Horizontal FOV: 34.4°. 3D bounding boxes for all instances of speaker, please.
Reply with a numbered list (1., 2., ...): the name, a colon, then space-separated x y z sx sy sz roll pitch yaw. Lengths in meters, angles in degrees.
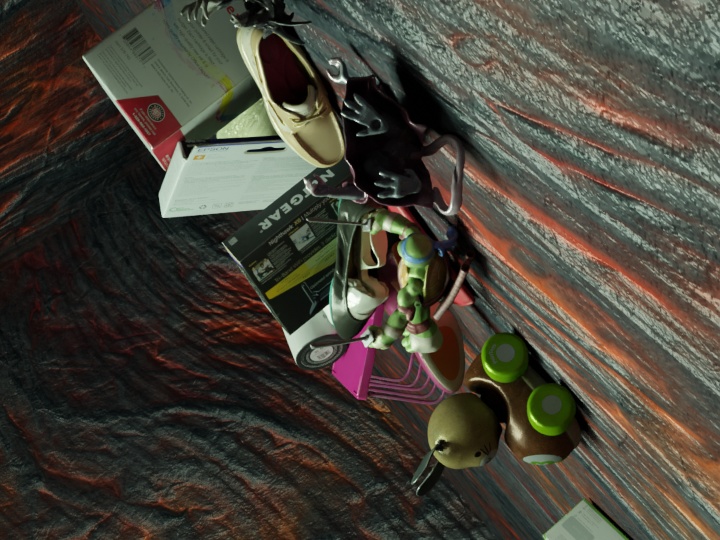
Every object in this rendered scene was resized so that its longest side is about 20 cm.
1. speaker: -0.088 0.042 1.699 0.081 0.081 0.201 62 -178 -55

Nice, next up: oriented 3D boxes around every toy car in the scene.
1. toy car: 0.142 0.197 1.365 0.158 0.199 0.165 49 172 23

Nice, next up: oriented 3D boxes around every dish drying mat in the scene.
1. dish drying mat: 0.068 -0.042 1.400 0.201 0.018 0.077 54 173 -10

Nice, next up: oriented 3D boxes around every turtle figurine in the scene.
1. turtle figurine: 0.028 0.014 1.299 0.145 0.199 0.194 61 -179 28

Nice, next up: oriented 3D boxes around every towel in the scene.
1. towel: -0.129 -0.180 1.597 0.149 0.036 0.200 49 146 6

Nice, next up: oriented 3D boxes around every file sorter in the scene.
1. file sorter: 0.048 0.105 1.653 0.124 0.141 0.200 10 -177 -12

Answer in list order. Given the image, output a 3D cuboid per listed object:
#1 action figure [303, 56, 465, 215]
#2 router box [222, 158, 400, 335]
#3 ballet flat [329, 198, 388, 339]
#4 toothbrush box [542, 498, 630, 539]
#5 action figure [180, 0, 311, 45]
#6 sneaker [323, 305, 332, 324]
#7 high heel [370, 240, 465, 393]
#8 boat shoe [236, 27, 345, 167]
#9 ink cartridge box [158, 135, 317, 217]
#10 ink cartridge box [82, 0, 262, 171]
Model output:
1. action figure: 0.026 -0.126 1.094 0.147 0.136 0.200 9 -175 1
2. router box: -0.055 -0.035 1.476 0.052 0.199 0.158 44 169 44
3. ballet flat: 0.000 0.000 1.428 0.068 0.068 0.202 24 122 45
4. toothbrush box: 0.357 0.438 1.626 0.146 0.086 0.201 42 167 52
5. action figure: -0.139 -0.295 1.167 0.201 0.102 0.119 52 161 12
6. sneaker: -0.076 -0.008 1.635 0.202 0.099 0.078 66 -158 0
7. high heel: 0.066 0.067 1.458 0.201 0.067 0.096 62 152 9
8. boat shoe: -0.074 -0.196 1.331 0.201 0.073 0.069 56 176 -26
9. ink cartridge box: -0.141 -0.132 1.464 0.200 0.198 0.041 133 127 -59
10. ink cartridge box: -0.212 -0.250 1.441 0.146 0.199 0.145 52 175 4
